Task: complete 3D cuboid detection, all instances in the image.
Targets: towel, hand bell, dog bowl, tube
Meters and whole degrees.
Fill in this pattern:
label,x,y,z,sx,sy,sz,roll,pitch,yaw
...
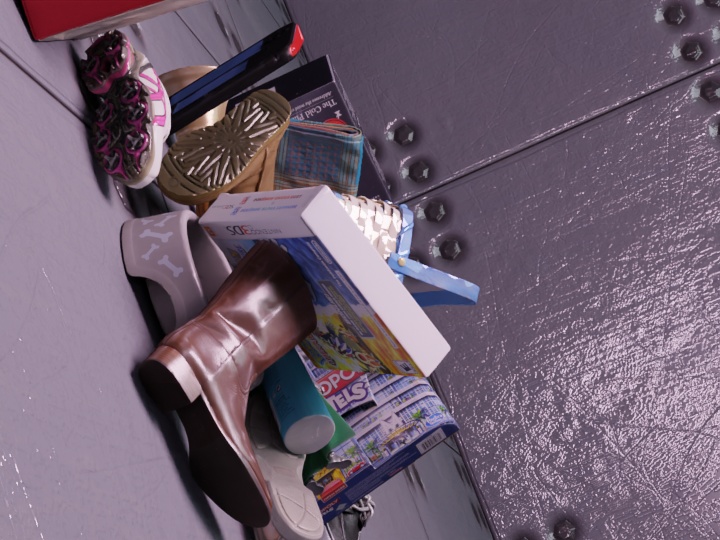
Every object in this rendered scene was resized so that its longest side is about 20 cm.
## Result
label,x,y,z,sx,sy,sz,roll,pitch,yaw
towel,-0.077,-0.086,1.805,0.022,0.146,0.201,-82,180,-52
hand bell,-0.176,-0.119,1.783,0.104,0.103,0.201,46,34,-73
dog bowl,-0.151,0.035,1.463,0.200,0.058,0.201,-23,90,-83
tube,-0.081,0.091,1.535,0.200,0.050,0.078,-119,-146,-44

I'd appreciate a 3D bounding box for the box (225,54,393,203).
label,x,y,z,sx,sy,sz,roll,pitch,yaw
box,-0.087,-0.133,1.944,0.104,0.199,0.183,-104,169,-63

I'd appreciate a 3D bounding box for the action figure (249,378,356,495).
label,x,y,z,sx,sy,sz,roll,pitch,yaw
action figure,-0.078,0.132,1.591,0.055,0.118,0.200,26,26,-51

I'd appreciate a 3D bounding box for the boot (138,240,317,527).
label,x,y,z,sx,sy,sz,roll,pitch,yaw
boot,-0.084,0.093,1.362,0.200,0.064,0.187,-48,117,-47

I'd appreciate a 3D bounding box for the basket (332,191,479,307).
label,x,y,z,sx,sy,sz,roll,pitch,yaw
basket,0.000,0.000,1.615,0.176,0.199,0.140,-10,-113,59

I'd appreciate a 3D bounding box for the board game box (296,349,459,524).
label,x,y,z,sx,sy,sz,roll,pitch,yaw
board game box,-0.034,0.139,1.653,0.200,0.200,0.062,54,-2,31

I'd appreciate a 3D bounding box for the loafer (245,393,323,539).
label,x,y,z,sx,sy,sz,roll,pitch,yaw
loafer,-0.088,0.197,1.474,0.072,0.063,0.200,25,24,-28

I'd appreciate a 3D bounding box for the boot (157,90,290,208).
label,x,y,z,sx,sy,sz,roll,pitch,yaw
boot,-0.141,-0.069,1.604,0.066,0.175,0.200,42,-33,17

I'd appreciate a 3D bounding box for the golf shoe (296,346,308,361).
label,x,y,z,sx,sy,sz,roll,pitch,yaw
golf shoe,-0.038,0.058,1.752,0.078,0.199,0.098,-117,-146,-41

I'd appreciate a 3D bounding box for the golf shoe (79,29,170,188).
label,x,y,z,sx,sy,sz,roll,pitch,yaw
golf shoe,-0.206,-0.144,1.488,0.092,0.072,0.201,39,24,-40

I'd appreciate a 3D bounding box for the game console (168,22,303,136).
label,x,y,z,sx,sy,sz,roll,pitch,yaw
game console,-0.149,-0.190,1.627,0.031,0.199,0.177,57,9,-10

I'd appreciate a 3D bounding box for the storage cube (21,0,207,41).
label,x,y,z,sx,sy,sz,roll,pitch,yaw
storage cube,-0.232,-0.322,1.462,0.171,0.199,0.181,-73,146,-81

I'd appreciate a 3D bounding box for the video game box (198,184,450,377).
label,x,y,z,sx,sy,sz,roll,pitch,yaw
video game box,-0.036,0.012,1.445,0.200,0.047,0.182,52,-25,-23

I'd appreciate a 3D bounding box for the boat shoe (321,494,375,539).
label,x,y,z,sx,sy,sz,roll,pitch,yaw
boat shoe,-0.020,0.254,1.726,0.200,0.068,0.074,-105,169,-51
